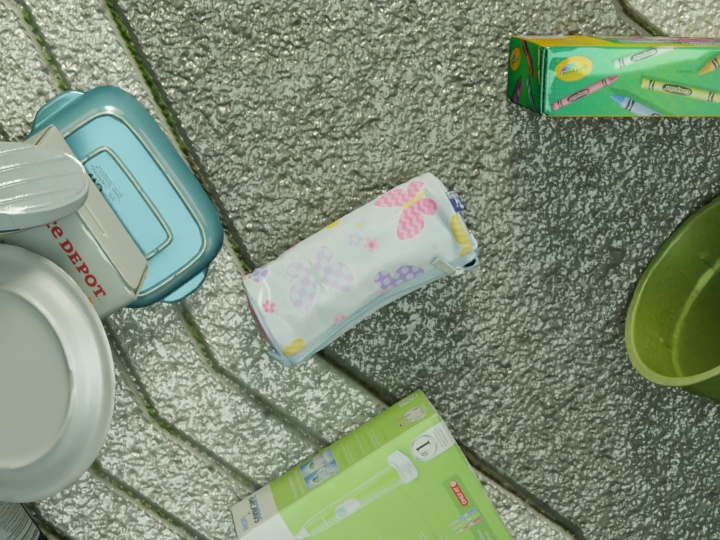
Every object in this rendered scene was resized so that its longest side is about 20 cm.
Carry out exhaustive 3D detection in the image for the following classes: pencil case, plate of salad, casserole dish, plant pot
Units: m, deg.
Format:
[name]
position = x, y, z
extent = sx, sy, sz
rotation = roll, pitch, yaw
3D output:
[pencil case]
position = 0.000, 0.000, 1.559
extent = 0.199, 0.083, 0.091
rotation = -29, 82, -2
[plate of salad]
position = -0.269, 0.078, 1.439
extent = 0.199, 0.048, 0.202
rotation = 4, 100, 24
[casserole dish]
position = -0.197, -0.057, 1.541
extent = 0.121, 0.039, 0.201
rotation = -35, 103, -1
[plant pot]
position = 0.361, 0.060, 1.593
extent = 0.190, 0.200, 0.200
rotation = 37, 93, -27

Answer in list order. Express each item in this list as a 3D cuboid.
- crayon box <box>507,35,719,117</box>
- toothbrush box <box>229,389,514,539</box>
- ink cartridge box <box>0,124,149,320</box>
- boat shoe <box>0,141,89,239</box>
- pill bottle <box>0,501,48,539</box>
[crayon box]
position = 0.232, -0.162, 1.547
extent = 0.198, 0.119, 0.059
rotation = 0, 101, -9
[toothbrush box]
position = 0.010, 0.221, 1.604
extent = 0.199, 0.086, 0.146
rotation = -33, 104, -2
[ink cartridge box]
position = -0.290, 0.001, 1.491
extent = 0.199, 0.083, 0.146
rotation = -30, 104, 12
[boat shoe]
position = -0.301, -0.046, 1.383
extent = 0.199, 0.062, 0.072
rotation = -9, 58, -21
[pill bottle]
position = -0.324, 0.225, 1.537
extent = 0.111, 0.112, 0.201
rotation = -33, 105, -1
